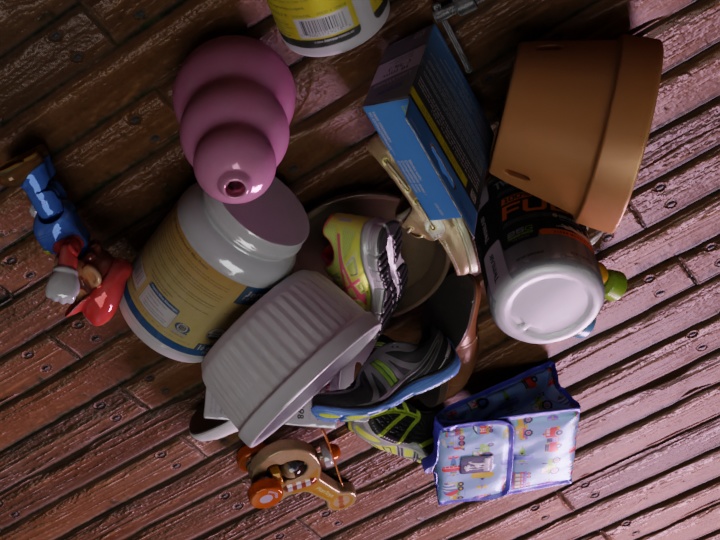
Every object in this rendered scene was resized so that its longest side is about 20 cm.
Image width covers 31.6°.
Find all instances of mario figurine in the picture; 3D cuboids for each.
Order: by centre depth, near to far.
[{"bbox_3d":[-0.329,-0.025,1.355,0.106,0.123,0.200,-16,108,36],"label":"mario figurine"}]

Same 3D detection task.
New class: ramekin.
[{"bbox_3d":[-0.083,0.090,1.400,0.105,0.200,0.200,46,121,7],"label":"ramekin"}]

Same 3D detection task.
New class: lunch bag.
[{"bbox_3d":[0.172,0.221,1.649,0.200,0.094,0.151,-14,133,-12],"label":"lunch bag"}]

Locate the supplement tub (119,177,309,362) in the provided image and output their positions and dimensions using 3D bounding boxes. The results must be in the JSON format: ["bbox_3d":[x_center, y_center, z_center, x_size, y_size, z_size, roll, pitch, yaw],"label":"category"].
[{"bbox_3d":[-0.161,-0.009,1.398,0.145,0.145,0.200,25,125,-26],"label":"supplement tub"}]

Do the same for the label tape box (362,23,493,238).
[{"bbox_3d":[0.066,-0.132,1.252,0.063,0.200,0.144,-20,118,25],"label":"label tape box"}]

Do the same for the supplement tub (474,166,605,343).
[{"bbox_3d":[0.186,-0.029,1.378,0.122,0.200,0.123,-4,133,-4],"label":"supplement tub"}]

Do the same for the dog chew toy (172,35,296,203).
[{"bbox_3d":[-0.123,-0.142,1.244,0.124,0.200,0.125,-3,132,-4],"label":"dog chew toy"}]

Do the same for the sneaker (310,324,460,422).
[{"bbox_3d":[0.023,0.122,1.494,0.199,0.083,0.071,-24,179,-25],"label":"sneaker"}]

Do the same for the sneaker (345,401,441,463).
[{"bbox_3d":[0.066,0.215,1.689,0.200,0.076,0.076,32,154,-34],"label":"sneaker"}]

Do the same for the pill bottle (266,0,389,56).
[{"bbox_3d":[-0.051,-0.306,1.163,0.111,0.111,0.200,-15,132,8],"label":"pill bottle"}]

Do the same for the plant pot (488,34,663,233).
[{"bbox_3d":[0.212,-0.149,1.293,0.140,0.200,0.200,13,132,4],"label":"plant pot"}]

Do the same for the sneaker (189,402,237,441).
[{"bbox_3d":[-0.122,0.179,1.620,0.200,0.073,0.085,-27,127,16],"label":"sneaker"}]

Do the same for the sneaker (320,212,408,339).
[{"bbox_3d":[0.000,0.000,1.444,0.090,0.078,0.200,18,143,17],"label":"sneaker"}]

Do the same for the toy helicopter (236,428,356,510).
[{"bbox_3d":[-0.065,0.277,1.732,0.132,0.079,0.200,-38,137,14],"label":"toy helicopter"}]

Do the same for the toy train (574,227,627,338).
[{"bbox_3d":[0.272,0.003,1.503,0.116,0.085,0.200,17,129,-34],"label":"toy train"}]

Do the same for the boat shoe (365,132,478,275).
[{"bbox_3d":[0.068,-0.074,1.393,0.066,0.074,0.200,-27,111,2],"label":"boat shoe"}]

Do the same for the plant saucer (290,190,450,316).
[{"bbox_3d":[0.006,-0.019,1.484,0.200,0.030,0.200,-3,132,-4],"label":"plant saucer"}]

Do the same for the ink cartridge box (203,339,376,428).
[{"bbox_3d":[-0.083,0.125,1.529,0.200,0.067,0.116,5,91,-1],"label":"ink cartridge box"}]

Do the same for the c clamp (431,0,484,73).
[{"bbox_3d":[0.147,-0.308,1.244,0.200,0.027,0.171,-27,124,20],"label":"c clamp"}]

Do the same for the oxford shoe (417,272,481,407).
[{"bbox_3d":[0.119,0.077,1.573,0.071,0.071,0.200,-17,137,-33],"label":"oxford shoe"}]
